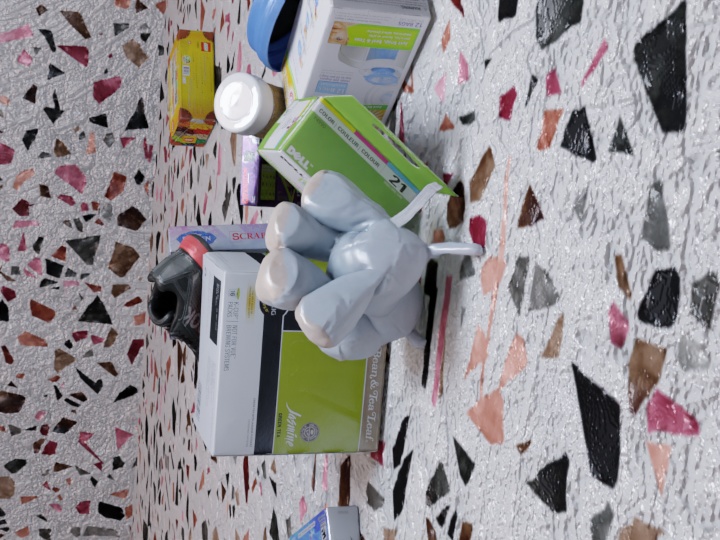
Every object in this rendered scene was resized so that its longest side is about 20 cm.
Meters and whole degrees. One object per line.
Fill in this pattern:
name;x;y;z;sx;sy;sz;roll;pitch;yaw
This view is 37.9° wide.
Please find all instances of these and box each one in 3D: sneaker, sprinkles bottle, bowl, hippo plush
sneaker;-0.205;0.056;1.260;0.070;0.097;0.203;32;143;37
sprinkles bottle;-0.094;-0.185;1.263;0.067;0.199;0.070;-2;87;28
bowl;-0.058;-0.322;1.195;0.201;0.039;0.201;-52;-8;-10
hippo plush;0.000;0.000;1.026;0.161;0.198;0.161;59;176;24

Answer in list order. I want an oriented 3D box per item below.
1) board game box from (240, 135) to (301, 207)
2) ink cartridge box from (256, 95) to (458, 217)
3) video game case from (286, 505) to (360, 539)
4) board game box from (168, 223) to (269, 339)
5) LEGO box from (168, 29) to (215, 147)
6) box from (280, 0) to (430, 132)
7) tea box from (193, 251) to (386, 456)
board game box;-0.108;-0.144;1.385;0.200;0.032;0.122;-8;-75;-74
ink cartridge box;-0.009;-0.099;1.049;0.076;0.147;0.200;-50;18;-6
video game case;-0.043;0.403;1.289;0.200;0.045;0.184;126;140;-59
board game box;-0.151;0.016;1.363;0.201;0.196;0.042;106;158;-53
LEGO box;-0.360;-0.385;2.231;0.149;0.076;0.204;143;126;-67
box;-0.012;-0.243;1.137;0.201;0.110;0.103;117;149;-53
tea box;-0.079;0.091;1.183;0.133;0.193;0.204;-151;65;-70
